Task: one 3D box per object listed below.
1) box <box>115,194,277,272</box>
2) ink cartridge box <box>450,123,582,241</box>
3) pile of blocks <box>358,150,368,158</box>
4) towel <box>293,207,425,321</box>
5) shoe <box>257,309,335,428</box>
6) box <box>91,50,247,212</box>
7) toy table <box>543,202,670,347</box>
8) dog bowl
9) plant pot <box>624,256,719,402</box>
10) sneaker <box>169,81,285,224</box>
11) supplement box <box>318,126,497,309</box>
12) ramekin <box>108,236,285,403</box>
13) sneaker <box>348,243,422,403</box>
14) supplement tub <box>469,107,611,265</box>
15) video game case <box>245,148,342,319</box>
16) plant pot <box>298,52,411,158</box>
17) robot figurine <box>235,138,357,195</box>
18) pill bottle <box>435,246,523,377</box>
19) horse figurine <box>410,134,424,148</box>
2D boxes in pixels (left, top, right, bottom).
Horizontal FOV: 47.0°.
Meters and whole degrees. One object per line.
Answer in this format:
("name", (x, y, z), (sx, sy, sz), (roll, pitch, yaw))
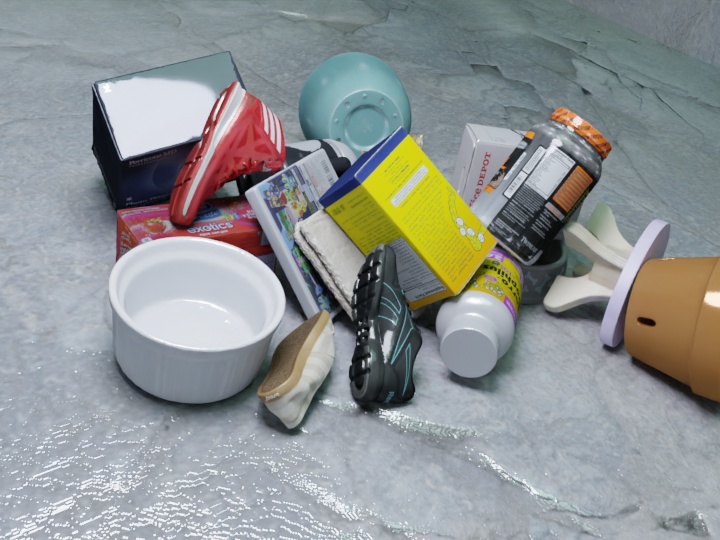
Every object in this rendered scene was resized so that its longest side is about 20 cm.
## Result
("box", (-0.214, -0.027, 1.092), (0.198, 0.101, 0.095), (-12, 39, -34))
("ink cartridge box", (0.244, -0.137, 1.283), (0.197, 0.148, 0.085), (7, 29, -11))
("pile of blocks", (0.033, -0.147, 1.297), (0.061, 0.083, 0.200), (0, 8, 5))
("towel", (0.000, 0.000, 1.110), (0.201, 0.034, 0.132), (56, 40, -2))
("shoe", (-0.069, 0.113, 0.982), (0.054, 0.069, 0.200), (54, 25, -14))
("box", (-0.269, -0.191, 1.178), (0.198, 0.198, 0.125), (-20, 79, -22))
("toy table", (0.360, -0.001, 1.215), (0.116, 0.185, 0.201), (24, 62, 30))
("dog bowl", (0.236, -0.029, 1.308), (0.197, 0.059, 0.201), (9, 32, -6))
("plant pot", (0.452, 0.065, 1.136), (0.139, 0.203, 0.199), (14, 27, 33))
("sneaker", (-0.159, -0.132, 1.065), (0.115, 0.202, 0.078), (29, -13, -25))
("supplement box", (0.062, -0.064, 1.083), (0.200, 0.109, 0.110), (49, 60, -11))
("ramekin", (-0.193, 0.058, 0.958), (0.198, 0.099, 0.202), (12, 35, -9))
("sneaker", (0.032, 0.067, 1.019), (0.078, 0.075, 0.203), (13, 68, -22))
("supplement tub", (0.253, -0.119, 1.166), (0.122, 0.201, 0.123), (38, 6, -5))
("video game case", (-0.058, -0.048, 1.131), (0.023, 0.202, 0.182), (-18, 13, 35))
("plant pot", (-0.002, -0.258, 1.412), (0.197, 0.203, 0.161), (6, 20, -11))
("robot figurine", (-0.092, -0.139, 1.286), (0.198, 0.126, 0.150), (-15, 40, -33))
("pill bottle", (0.158, 0.055, 1.102), (0.103, 0.105, 0.201), (17, 32, 7))
("horse figurine", (0.097, -0.151, 1.351), (0.049, 0.135, 0.200), (-7, 12, 12))
